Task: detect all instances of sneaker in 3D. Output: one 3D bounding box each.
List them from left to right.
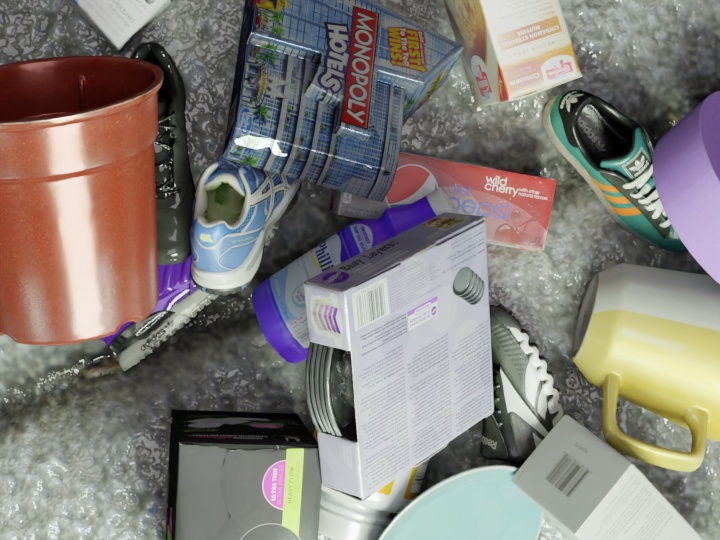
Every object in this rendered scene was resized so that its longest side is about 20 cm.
[{"bbox_3d":[-0.182,-0.105,1.448,0.075,0.091,0.202,-9,76,-6],"label":"sneaker"},{"bbox_3d":[-0.166,-0.010,1.489,0.200,0.070,0.100,-41,92,-6],"label":"sneaker"},{"bbox_3d":[-0.099,-0.075,1.450,0.075,0.077,0.201,6,50,11],"label":"sneaker"},{"bbox_3d":[0.144,0.133,1.540,0.090,0.066,0.202,-26,98,-8],"label":"sneaker"},{"bbox_3d":[0.253,-0.089,1.536,0.200,0.080,0.072,42,87,-8],"label":"sneaker"}]

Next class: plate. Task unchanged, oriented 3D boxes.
[{"bbox_3d":[0.080,0.252,1.513,0.198,0.026,0.202,-19,133,-22],"label":"plate"}]

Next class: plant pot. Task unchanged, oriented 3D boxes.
[{"bbox_3d":[-0.250,-0.056,1.360,0.198,0.201,0.198,-7,111,-7],"label":"plant pot"}]

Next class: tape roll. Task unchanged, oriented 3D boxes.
[{"bbox_3d":[0.359,-0.063,1.498,0.200,0.201,0.066,40,129,-8],"label":"tape roll"}]

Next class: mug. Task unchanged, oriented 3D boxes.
[{"bbox_3d":[0.277,0.071,1.507,0.151,0.187,0.151,17,113,0],"label":"mug"}]

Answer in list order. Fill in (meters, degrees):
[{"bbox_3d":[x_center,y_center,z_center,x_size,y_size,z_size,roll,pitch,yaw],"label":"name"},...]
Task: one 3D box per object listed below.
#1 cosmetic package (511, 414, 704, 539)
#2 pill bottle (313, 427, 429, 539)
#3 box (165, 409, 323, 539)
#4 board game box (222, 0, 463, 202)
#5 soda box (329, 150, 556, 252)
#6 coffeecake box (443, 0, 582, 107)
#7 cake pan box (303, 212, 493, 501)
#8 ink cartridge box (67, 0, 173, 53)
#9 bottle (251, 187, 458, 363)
[{"bbox_3d":[0.238,0.233,1.500,0.085,0.107,0.200,-49,128,-4],"label":"cosmetic package"},{"bbox_3d":[0.014,0.145,1.502,0.108,0.109,0.202,18,90,-8],"label":"pill bottle"},{"bbox_3d":[-0.106,0.207,1.442,0.123,0.200,0.151,2,92,-8],"label":"box"},{"bbox_3d":[-0.010,-0.169,1.464,0.198,0.062,0.202,14,56,-14],"label":"board game box"},{"bbox_3d":[0.075,-0.068,1.522,0.198,0.063,0.071,10,92,-9],"label":"soda box"},{"bbox_3d":[0.119,-0.254,1.473,0.072,0.153,0.202,-18,95,-6],"label":"coffeecake box"},{"bbox_3d":[0.035,0.068,1.370,0.199,0.052,0.186,-28,119,-44],"label":"cake pan box"},{"bbox_3d":[-0.185,-0.306,1.471,0.200,0.067,0.116,-45,97,-3],"label":"ink cartridge box"},{"bbox_3d":[0.000,0.000,1.462,0.199,0.084,0.065,-33,132,10],"label":"bottle"}]
